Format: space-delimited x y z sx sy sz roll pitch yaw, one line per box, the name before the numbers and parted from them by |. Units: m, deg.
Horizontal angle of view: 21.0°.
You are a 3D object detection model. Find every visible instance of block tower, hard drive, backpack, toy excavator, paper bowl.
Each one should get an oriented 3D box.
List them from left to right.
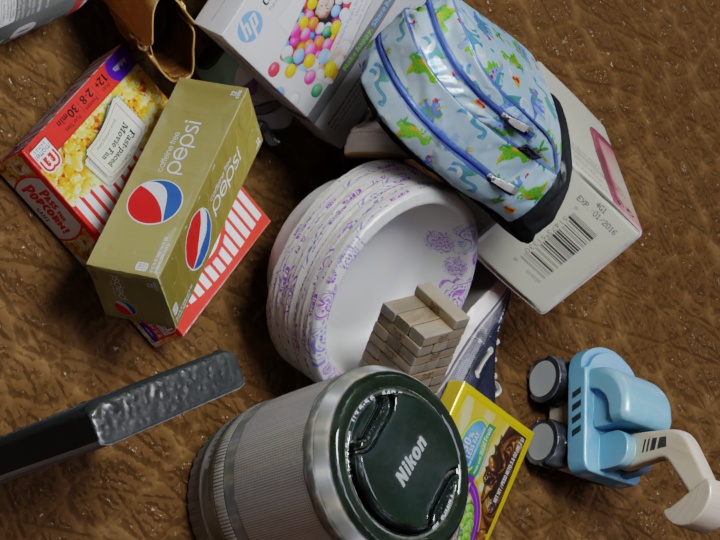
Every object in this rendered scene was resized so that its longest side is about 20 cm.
hard drive | -0.196 0.111 1.422 0.139 0.199 0.033 -22 90 -44
paper bowl | 0.000 0.000 1.670 0.200 0.104 0.202 -29 136 -33
block tower | 0.025 0.108 1.644 0.058 0.201 0.054 -13 44 -44
backpack | 0.087 -0.140 1.622 0.199 0.154 0.164 21 40 -26
toy excavator | 0.256 0.157 1.818 0.099 0.199 0.196 20 62 -35

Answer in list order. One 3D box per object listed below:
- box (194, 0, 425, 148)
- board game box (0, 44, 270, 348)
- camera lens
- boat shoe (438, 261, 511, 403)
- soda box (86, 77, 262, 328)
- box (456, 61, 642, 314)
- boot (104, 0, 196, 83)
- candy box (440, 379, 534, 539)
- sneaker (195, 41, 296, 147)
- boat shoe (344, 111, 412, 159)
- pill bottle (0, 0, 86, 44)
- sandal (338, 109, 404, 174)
box | -0.035 -0.217 1.645 0.157 0.041 0.200 -57 140 -7
board game box | -0.183 -0.062 1.603 0.200 0.046 0.152 50 49 -18
camera lens | -0.024 0.171 1.557 0.159 0.199 0.161 16 65 -38
boat shoe | 0.100 0.081 1.802 0.093 0.074 0.200 55 53 -24
soda box | -0.144 -0.057 1.543 0.068 0.063 0.201 77 28 -51
box | 0.168 -0.079 1.819 0.109 0.128 0.201 40 22 -25
boot | -0.188 -0.257 1.565 0.070 0.144 0.202 -30 134 -11
candy box | 0.078 0.208 1.719 0.102 0.026 0.201 36 70 -30
sneaker | -0.058 -0.193 1.754 0.140 0.077 0.201 50 52 -24
boat shoe | 0.038 -0.137 1.723 0.200 0.070 0.070 -26 118 -67
pill bottle | -0.309 -0.223 1.501 0.200 0.114 0.115 -34 98 -43
sandal | 0.035 -0.061 1.794 0.076 0.043 0.201 -30 99 -61
